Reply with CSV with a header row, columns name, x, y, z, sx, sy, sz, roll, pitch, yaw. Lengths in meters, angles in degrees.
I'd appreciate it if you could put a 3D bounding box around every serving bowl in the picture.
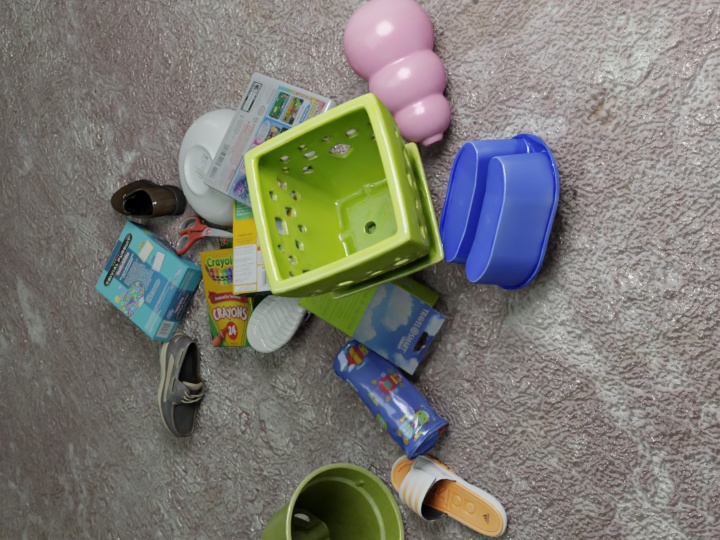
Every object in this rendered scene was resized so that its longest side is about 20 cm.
name,x,y,z,sx,sy,sz,roll,pitch,yaw
serving bowl,-0.251,-0.174,1.530,0.199,0.066,0.202,8,103,41

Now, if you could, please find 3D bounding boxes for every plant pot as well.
name,x,y,z,sx,sy,sz,roll,pitch,yaw
plant pot,-0.063,0.421,1.399,0.184,0.199,0.202,-39,72,52
plant pot,-0.009,-0.075,1.141,0.199,0.181,0.201,-20,71,21

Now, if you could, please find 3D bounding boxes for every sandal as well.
name,x,y,z,sx,sy,sz,roll,pitch,yaw
sandal,0.114,0.326,1.288,0.206,0.059,0.080,17,109,40
sandal,-0.109,0.056,1.454,0.083,0.050,0.203,48,112,24

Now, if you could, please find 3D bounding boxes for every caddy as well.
name,x,y,z,sx,sy,sz,roll,pitch,yaw
caddy,0.181,-0.073,1.126,0.141,0.104,0.202,45,130,54

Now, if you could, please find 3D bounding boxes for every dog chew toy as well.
name,x,y,z,sx,sy,sz,roll,pitch,yaw
dog chew toy,0.057,-0.261,1.197,0.124,0.124,0.201,-24,90,42

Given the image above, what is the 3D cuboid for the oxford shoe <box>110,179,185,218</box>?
name,x,y,z,sx,sy,sz,roll,pitch,yaw
oxford shoe,-0.422,-0.133,1.684,0.199,0.084,0.073,1,100,44

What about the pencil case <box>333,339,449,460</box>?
name,x,y,z,sx,sy,sz,roll,pitch,yaw
pencil case,0.042,0.186,1.317,0.200,0.078,0.087,46,155,26

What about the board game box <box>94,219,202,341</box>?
name,x,y,z,sx,sy,sz,roll,pitch,yaw
board game box,-0.400,0.018,1.685,0.199,0.047,0.152,33,99,34

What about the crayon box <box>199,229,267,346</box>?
name,x,y,z,sx,sy,sz,roll,pitch,yaw
crayon box,-0.213,0.029,1.543,0.126,0.051,0.202,-5,94,44

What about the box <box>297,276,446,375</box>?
name,x,y,z,sx,sy,sz,roll,pitch,yaw
box,0.020,0.049,1.294,0.199,0.048,0.123,31,122,6

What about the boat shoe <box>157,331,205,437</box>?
name,x,y,z,sx,sy,sz,roll,pitch,yaw
boat shoe,-0.333,0.218,1.673,0.073,0.074,0.202,5,102,42

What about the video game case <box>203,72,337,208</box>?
name,x,y,z,sx,sy,sz,roll,pitch,yaw
video game case,-0.145,-0.197,1.406,0.181,0.024,0.201,27,91,36

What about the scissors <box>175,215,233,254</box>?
name,x,y,z,sx,sy,sz,roll,pitch,yaw
scissors,-0.271,-0.074,1.575,0.199,0.014,0.074,-13,58,48

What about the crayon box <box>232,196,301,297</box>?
name,x,y,z,sx,sy,sz,roll,pitch,yaw
crayon box,-0.141,-0.063,1.426,0.125,0.051,0.202,-6,81,32
